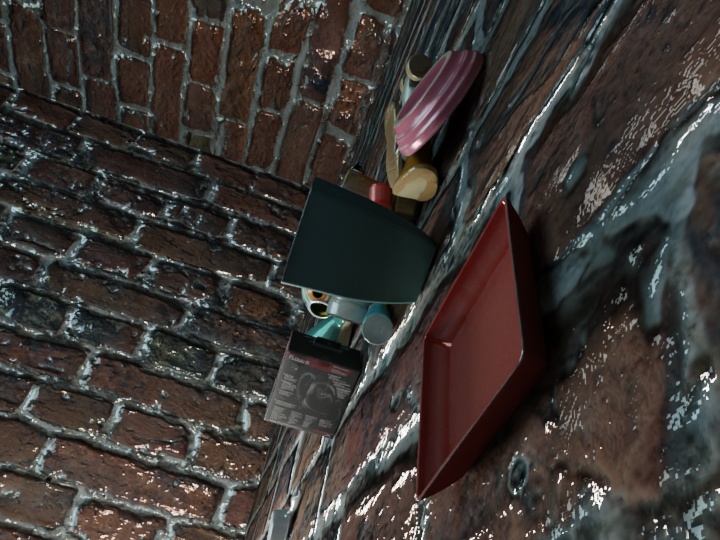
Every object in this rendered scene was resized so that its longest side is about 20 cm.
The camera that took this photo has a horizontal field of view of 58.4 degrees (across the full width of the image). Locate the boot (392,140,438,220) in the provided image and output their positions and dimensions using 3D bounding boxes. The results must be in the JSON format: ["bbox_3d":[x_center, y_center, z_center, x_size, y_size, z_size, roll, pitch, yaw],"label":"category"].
[{"bbox_3d":[0.098,-0.184,1.105,0.201,0.070,0.145,112,171,-71],"label":"boot"}]

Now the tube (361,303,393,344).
[{"bbox_3d":[0.026,0.085,1.123,0.078,0.050,0.200,-56,3,5],"label":"tube"}]

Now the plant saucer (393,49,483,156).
[{"bbox_3d":[0.118,-0.282,1.055,0.201,0.051,0.201,-51,12,15],"label":"plant saucer"}]

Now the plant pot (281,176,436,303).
[{"bbox_3d":[0.002,-0.034,0.956,0.141,0.199,0.142,-96,25,-75],"label":"plant pot"}]

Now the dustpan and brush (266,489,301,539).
[{"bbox_3d":[-0.180,0.589,1.502,0.140,0.057,0.201,-94,16,-69],"label":"dustpan and brush"}]

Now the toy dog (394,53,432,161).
[{"bbox_3d":[0.126,-0.311,1.246,0.132,0.096,0.202,-108,22,-75],"label":"toy dog"}]

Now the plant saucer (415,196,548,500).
[{"bbox_3d":[0.103,0.070,0.564,0.201,0.036,0.200,-79,9,-50],"label":"plant saucer"}]

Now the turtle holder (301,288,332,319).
[{"bbox_3d":[-0.103,0.069,1.797,0.186,0.140,0.132,118,167,-50],"label":"turtle holder"}]

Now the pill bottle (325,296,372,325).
[{"bbox_3d":[0.000,0.000,1.259,0.112,0.112,0.201,151,137,-80],"label":"pill bottle"}]

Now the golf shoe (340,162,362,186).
[{"bbox_3d":[-0.036,-0.366,2.647,0.095,0.077,0.201,116,168,-50],"label":"golf shoe"}]

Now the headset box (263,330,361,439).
[{"bbox_3d":[-0.092,0.221,1.279,0.077,0.148,0.201,-88,16,-64],"label":"headset box"}]

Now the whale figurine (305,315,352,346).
[{"bbox_3d":[-0.076,0.152,1.512,0.160,0.103,0.201,-81,11,-53],"label":"whale figurine"}]

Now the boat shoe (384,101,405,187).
[{"bbox_3d":[0.093,-0.271,1.413,0.072,0.064,0.202,146,123,-65],"label":"boat shoe"}]

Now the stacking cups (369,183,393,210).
[{"bbox_3d":[0.031,-0.053,1.142,0.061,0.060,0.201,127,144,-70],"label":"stacking cups"}]

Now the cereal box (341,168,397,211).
[{"bbox_3d":[0.004,-0.067,1.185,0.040,0.143,0.201,138,154,-74],"label":"cereal box"}]
